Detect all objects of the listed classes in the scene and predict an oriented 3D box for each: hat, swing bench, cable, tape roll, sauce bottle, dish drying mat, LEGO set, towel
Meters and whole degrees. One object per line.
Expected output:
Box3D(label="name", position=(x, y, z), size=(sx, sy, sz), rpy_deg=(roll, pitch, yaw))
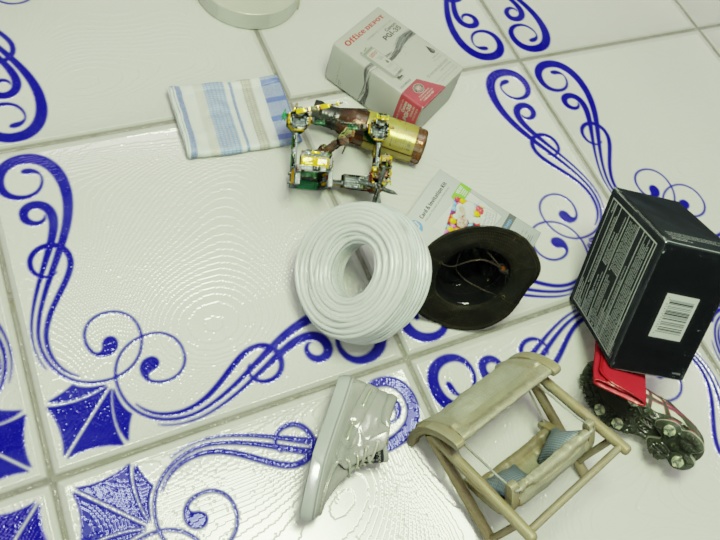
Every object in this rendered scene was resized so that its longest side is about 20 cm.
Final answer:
Box3D(label="hat", position=(0.158, -0.008, 1.075), size=(0.197, 0.202, 0.082), rpy_deg=(7, 41, -10))
Box3D(label="swing bench", position=(0.204, 0.228, 0.976), size=(0.198, 0.130, 0.201), rpy_deg=(-30, 71, -27))
Box3D(label="cable", position=(0.000, 0.000, 1.031), size=(0.069, 0.198, 0.202), rpy_deg=(20, 47, -55))
Box3D(label="tape roll", position=(-0.209, -0.533, 1.370), size=(0.200, 0.037, 0.205), rpy_deg=(6, 58, -10))
Box3D(label="sauce bottle", position=(0.014, -0.238, 1.237), size=(0.197, 0.066, 0.067), rpy_deg=(19, 57, -5))
Box3D(label="dish drying mat", position=(0.380, 0.131, 1.077), size=(0.076, 0.018, 0.200), rpy_deg=(26, 24, 10))
Box3D(label="LEGO set", position=(-0.031, -0.184, 1.136), size=(0.197, 0.116, 0.156), rpy_deg=(13, 90, -12))
Box3D(label="towel", position=(-0.208, -0.257, 1.217), size=(0.197, 0.024, 0.148), rpy_deg=(-11, 64, -20))

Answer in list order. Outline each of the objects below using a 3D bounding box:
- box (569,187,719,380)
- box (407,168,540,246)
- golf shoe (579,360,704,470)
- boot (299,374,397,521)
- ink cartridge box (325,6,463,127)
Box3D(label="box", position=(0.419, 0.014, 1.073), size=(0.121, 0.202, 0.199), rpy_deg=(11, 26, -9))
Box3D(label="box", position=(0.172, -0.054, 1.186), size=(0.199, 0.041, 0.156), rpy_deg=(33, 58, 7))
Box3D(label="golf shoe", position=(0.413, 0.208, 1.088), size=(0.200, 0.078, 0.088), rpy_deg=(42, 27, 21))
Box3D(label="boot", position=(-0.009, 0.233, 0.949), size=(0.094, 0.074, 0.202), rpy_deg=(16, 56, 4))
Box3D(label="ink cartridge box", position=(0.058, -0.352, 1.305), size=(0.199, 0.083, 0.147), rpy_deg=(37, 58, 9))
